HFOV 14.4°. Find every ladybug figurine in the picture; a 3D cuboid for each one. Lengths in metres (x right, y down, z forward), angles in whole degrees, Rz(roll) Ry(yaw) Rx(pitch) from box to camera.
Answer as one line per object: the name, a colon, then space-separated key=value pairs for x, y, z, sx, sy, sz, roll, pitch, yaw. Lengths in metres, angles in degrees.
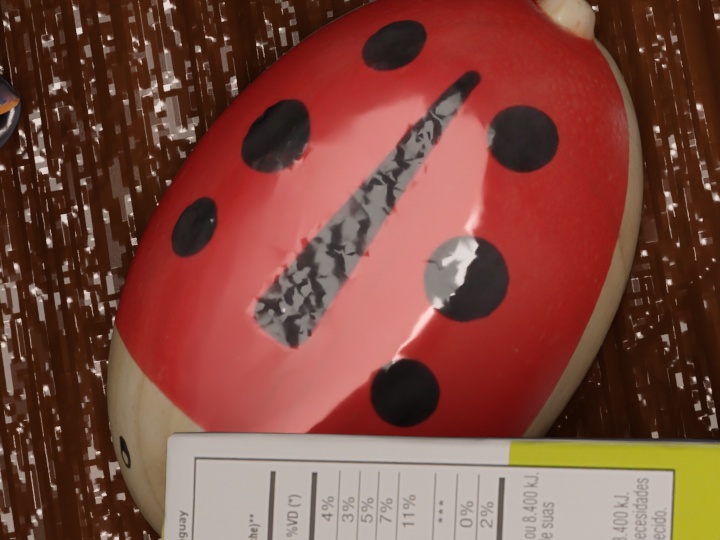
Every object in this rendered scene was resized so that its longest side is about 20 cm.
ladybug figurine: x=0.000 y=0.000 z=0.815 sx=0.136 sy=0.072 sz=0.200 roll=35 pitch=94 yaw=16

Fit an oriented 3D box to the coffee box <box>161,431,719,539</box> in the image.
coffee box: x=0.082 y=0.141 z=0.687 sx=0.198 sy=0.200 sz=0.200 roll=-2 pitch=84 yaw=36

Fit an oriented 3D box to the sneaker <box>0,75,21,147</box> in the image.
sneaker: x=-0.142 y=-0.095 z=0.870 sx=0.112 sy=0.078 sz=0.200 roll=28 pitch=103 yaw=12
